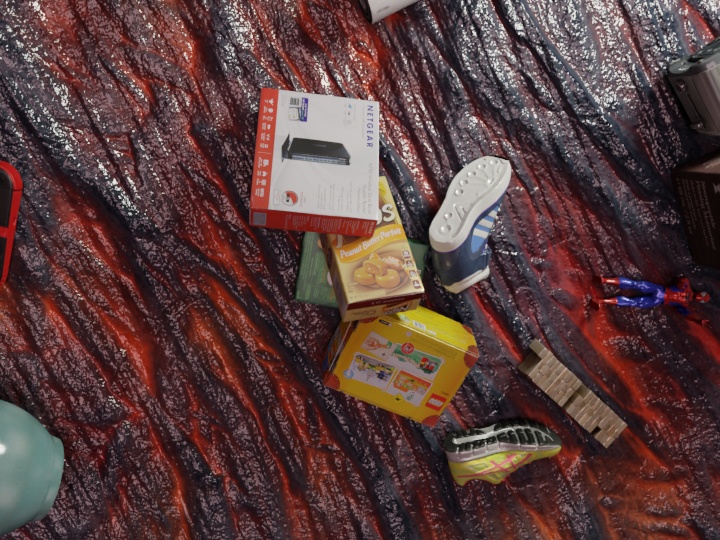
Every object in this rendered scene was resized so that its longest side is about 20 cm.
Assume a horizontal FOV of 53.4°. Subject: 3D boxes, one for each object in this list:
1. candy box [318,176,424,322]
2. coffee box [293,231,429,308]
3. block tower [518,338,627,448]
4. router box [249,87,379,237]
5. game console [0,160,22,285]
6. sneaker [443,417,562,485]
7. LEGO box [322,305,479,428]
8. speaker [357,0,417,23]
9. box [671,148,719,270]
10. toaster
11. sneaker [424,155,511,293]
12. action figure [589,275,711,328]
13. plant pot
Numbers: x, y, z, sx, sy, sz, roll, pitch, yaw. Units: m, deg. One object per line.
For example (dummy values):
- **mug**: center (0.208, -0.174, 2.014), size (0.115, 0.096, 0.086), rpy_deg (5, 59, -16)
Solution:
- **candy box**: center (0.006, -0.035, 1.025), size (0.112, 0.056, 0.204), rpy_deg (-7, 60, -17)
- **coffee box**: center (0.000, 0.000, 1.104), size (0.194, 0.044, 0.127), rpy_deg (9, 100, -8)
- **block tower**: center (0.344, 0.202, 1.174), size (0.199, 0.054, 0.058), rpy_deg (43, 93, -11)
- **router box**: center (-0.062, -0.154, 1.013), size (0.174, 0.049, 0.206), rpy_deg (4, 63, -8)
- **game console**: center (-0.598, -0.085, 1.032), size (0.194, 0.031, 0.182), rpy_deg (14, 103, -8)
- **sneaker**: center (0.233, 0.304, 1.176), size (0.193, 0.078, 0.093), rpy_deg (-6, 109, 1)
- **LEGO box**: center (0.059, 0.131, 1.089), size (0.196, 0.078, 0.151), rpy_deg (23, 115, -14)
- **speaker**: center (0.087, -0.433, 1.019), size (0.196, 0.081, 0.083), rpy_deg (-27, 102, -2)
- **box**: center (0.607, -0.100, 1.077), size (0.160, 0.200, 0.170), rpy_deg (-22, 101, -2)
- **toaster**: center (0.575, -0.295, 1.085), size (0.197, 0.114, 0.131), rpy_deg (-32, 106, -2)
- **sneaker**: center (0.175, -0.062, 1.108), size (0.202, 0.079, 0.148), rpy_deg (-53, 143, -26)
- **action figure**: center (0.480, 0.045, 1.143), size (0.193, 0.099, 0.067), rpy_deg (1, 102, -9)
- **plant pot**: center (-0.515, 0.293, 1.036), size (0.132, 0.200, 0.204), rpy_deg (22, 98, -37)
